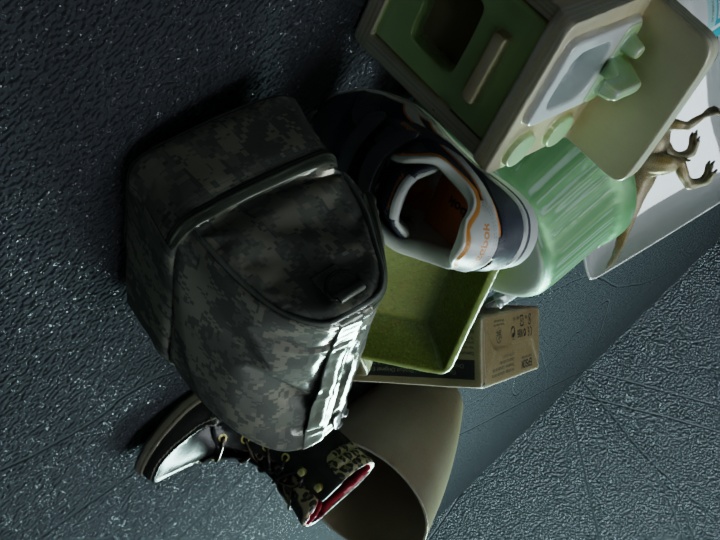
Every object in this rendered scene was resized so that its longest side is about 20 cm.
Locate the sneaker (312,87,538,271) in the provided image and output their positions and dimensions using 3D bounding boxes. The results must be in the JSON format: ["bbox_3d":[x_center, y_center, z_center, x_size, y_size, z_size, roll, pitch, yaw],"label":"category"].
[{"bbox_3d":[0.026,-0.067,0.887,0.079,0.199,0.079,-6,123,-50],"label":"sneaker"}]

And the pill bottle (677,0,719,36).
[{"bbox_3d":[0.260,-0.236,0.938,0.199,0.111,0.111,-33,159,-21],"label":"pill bottle"}]

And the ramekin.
[{"bbox_3d":[0.112,-0.075,1.036,0.098,0.200,0.200,-41,163,-21],"label":"ramekin"}]

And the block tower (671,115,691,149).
[{"bbox_3d":[0.243,-0.173,1.216,0.058,0.054,0.200,-45,130,5],"label":"block tower"}]

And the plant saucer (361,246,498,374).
[{"bbox_3d":[0.000,0.000,1.054,0.201,0.197,0.048,108,-8,-56],"label":"plant saucer"}]

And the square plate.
[{"bbox_3d":[0.272,-0.114,1.217,0.199,0.028,0.199,-30,131,-9],"label":"square plate"}]

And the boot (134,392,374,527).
[{"bbox_3d":[-0.093,0.171,1.199,0.199,0.151,0.073,-28,156,-44],"label":"boot"}]

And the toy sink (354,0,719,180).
[{"bbox_3d":[0.110,-0.152,0.866,0.112,0.200,0.131,-27,156,-42],"label":"toy sink"}]

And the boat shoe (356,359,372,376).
[{"bbox_3d":[-0.019,0.028,1.211,0.201,0.073,0.065,79,31,-60],"label":"boat shoe"}]

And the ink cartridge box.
[{"bbox_3d":[0.085,0.076,1.375,0.200,0.163,0.076,-5,94,-65],"label":"ink cartridge box"}]

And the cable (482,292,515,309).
[{"bbox_3d":[0.156,-0.072,1.255,0.199,0.069,0.201,-26,135,-5],"label":"cable"}]

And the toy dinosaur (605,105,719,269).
[{"bbox_3d":[0.266,-0.104,1.178,0.100,0.058,0.202,0,113,-12],"label":"toy dinosaur"}]

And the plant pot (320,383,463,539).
[{"bbox_3d":[0.046,0.218,1.633,0.200,0.186,0.188,-49,170,-43],"label":"plant pot"}]

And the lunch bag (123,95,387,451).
[{"bbox_3d":[-0.062,0.013,0.863,0.138,0.168,0.201,-24,156,-25],"label":"lunch bag"}]
